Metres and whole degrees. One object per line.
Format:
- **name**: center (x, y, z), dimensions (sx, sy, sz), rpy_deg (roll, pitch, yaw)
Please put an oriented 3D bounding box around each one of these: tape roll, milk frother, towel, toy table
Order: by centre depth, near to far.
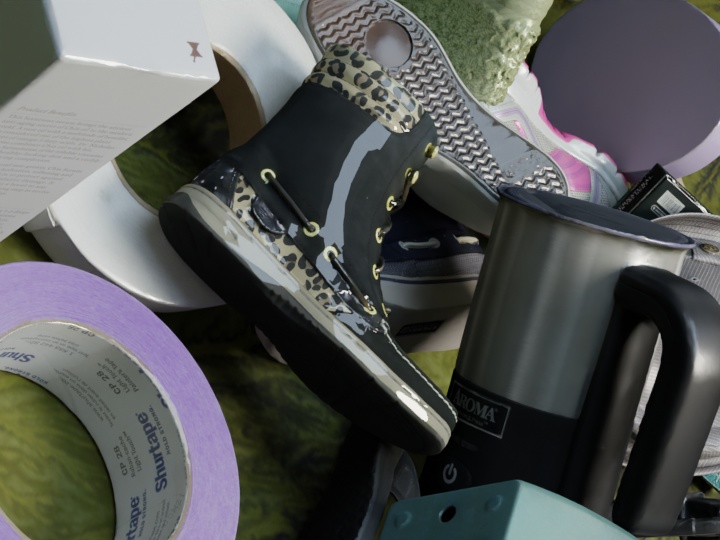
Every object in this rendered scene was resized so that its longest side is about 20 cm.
- **tape roll**: center (-0.158, 0.098, 1.265), dimensions (0.200, 0.066, 0.200), rpy_deg (24, 51, -34)
- **tape roll**: center (-0.106, -0.076, 1.400), dimensions (0.203, 0.037, 0.203), rpy_deg (4, 83, -35)
- **milk frother**: center (0.156, 0.066, 1.449), dimensions (0.200, 0.180, 0.188), rpy_deg (1, 107, -57)
- **towel**: center (0.049, -0.204, 1.553), dimensions (0.036, 0.148, 0.200), rpy_deg (6, 29, -48)
- **toy table**: center (0.214, -0.104, 1.701), dimensions (0.117, 0.184, 0.200), rpy_deg (29, 14, -38)

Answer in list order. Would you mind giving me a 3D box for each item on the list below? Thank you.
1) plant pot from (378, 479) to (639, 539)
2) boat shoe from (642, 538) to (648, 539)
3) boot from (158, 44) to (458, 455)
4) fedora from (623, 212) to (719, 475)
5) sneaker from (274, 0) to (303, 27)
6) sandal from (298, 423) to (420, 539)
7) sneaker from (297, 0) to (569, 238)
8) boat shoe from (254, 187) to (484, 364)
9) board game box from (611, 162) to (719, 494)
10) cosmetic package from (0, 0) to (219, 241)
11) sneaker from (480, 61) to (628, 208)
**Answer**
- **plant pot**: center (0.095, 0.210, 1.353), dimensions (0.200, 0.141, 0.141), rpy_deg (49, 44, -32)
- **boat shoe**: center (0.150, 0.182, 1.532), dimensions (0.075, 0.062, 0.200), rpy_deg (-13, 75, -47)
- **boot**: center (0.007, -0.013, 1.385), dimensions (0.204, 0.073, 0.154), rpy_deg (44, 64, -6)
- **fedora**: center (0.216, 0.059, 1.579), dimensions (0.200, 0.177, 0.090), rpy_deg (22, 13, -17)
- **sneaker**: center (-0.047, -0.124, 1.514), dimensions (0.200, 0.074, 0.118), rpy_deg (45, 42, -10)
- **sandal**: center (0.009, 0.133, 1.403), dimensions (0.048, 0.075, 0.200), rpy_deg (38, 43, -11)
- **sneaker**: center (0.028, -0.086, 1.494), dimensions (0.200, 0.085, 0.073), rpy_deg (45, 66, -11)
- **boat shoe**: center (0.000, 0.000, 1.496), dimensions (0.200, 0.075, 0.093), rpy_deg (0, 53, -48)
- **board game box**: center (0.217, 0.043, 1.639), dimensions (0.200, 0.135, 0.028), rpy_deg (41, 9, -20)
- **cosmetic package**: center (-0.175, -0.085, 1.256), dimensions (0.101, 0.200, 0.071), rpy_deg (4, 64, -45)
- **sneaker**: center (0.099, -0.057, 1.619), dimensions (0.200, 0.081, 0.088), rpy_deg (43, 65, -35)
